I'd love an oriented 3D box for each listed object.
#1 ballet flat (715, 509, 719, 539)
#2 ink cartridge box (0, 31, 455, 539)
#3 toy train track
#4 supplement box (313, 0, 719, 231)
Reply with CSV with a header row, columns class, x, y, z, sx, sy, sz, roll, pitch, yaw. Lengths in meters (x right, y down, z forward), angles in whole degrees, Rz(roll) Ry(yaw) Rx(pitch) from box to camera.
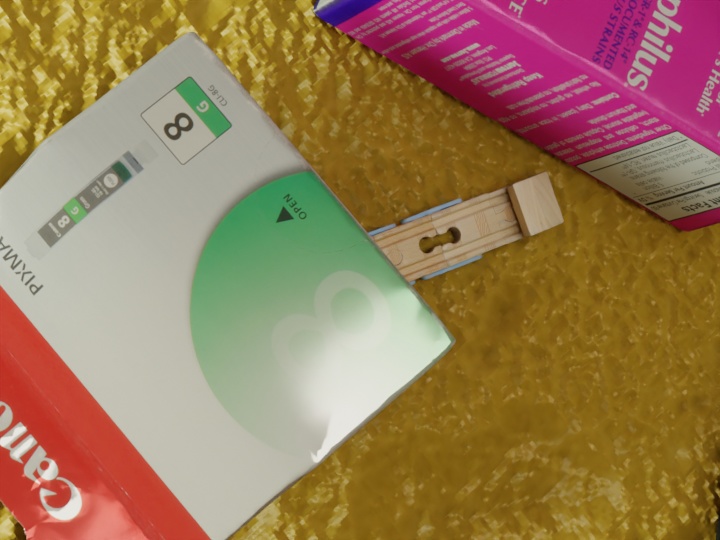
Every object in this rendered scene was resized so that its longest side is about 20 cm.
class,x,y,z,sx,sy,sz,roll,pitch,yaw
ballet flat,0.196,0.077,1.019,0.056,0.066,0.201,20,77,-17
ink cartridge box,-0.089,0.031,0.896,0.200,0.050,0.161,-39,86,-18
toy train track,0.000,0.000,0.967,0.199,0.032,0.116,-21,92,-24
supplement box,0.099,-0.110,0.984,0.199,0.103,0.102,28,73,-19
